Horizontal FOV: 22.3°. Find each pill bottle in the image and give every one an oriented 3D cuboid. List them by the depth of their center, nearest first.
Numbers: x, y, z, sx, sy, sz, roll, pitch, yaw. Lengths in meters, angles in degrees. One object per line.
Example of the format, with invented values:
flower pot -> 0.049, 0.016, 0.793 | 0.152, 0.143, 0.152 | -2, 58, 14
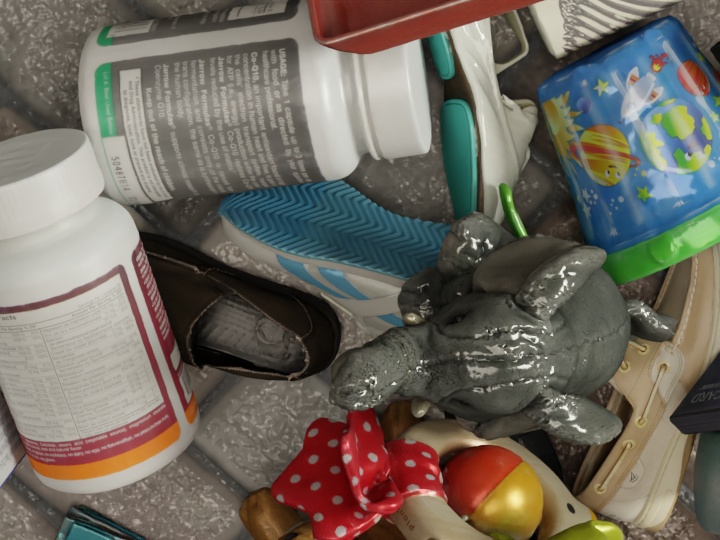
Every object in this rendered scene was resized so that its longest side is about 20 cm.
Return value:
pill bottle -> -0.175, 0.024, 1.090 | 0.109, 0.110, 0.200 | -14, 113, 6
pill bottle -> -0.062, -0.106, 1.118 | 0.200, 0.113, 0.113 | -6, 100, 9

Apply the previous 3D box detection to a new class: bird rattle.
bird rattle -> 0.057, 0.145, 1.072 | 0.200, 0.163, 0.113 | 31, 116, 19

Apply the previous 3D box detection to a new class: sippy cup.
sippy cup -> 0.177, -0.078, 1.109 | 0.178, 0.140, 0.130 | -32, 94, -35

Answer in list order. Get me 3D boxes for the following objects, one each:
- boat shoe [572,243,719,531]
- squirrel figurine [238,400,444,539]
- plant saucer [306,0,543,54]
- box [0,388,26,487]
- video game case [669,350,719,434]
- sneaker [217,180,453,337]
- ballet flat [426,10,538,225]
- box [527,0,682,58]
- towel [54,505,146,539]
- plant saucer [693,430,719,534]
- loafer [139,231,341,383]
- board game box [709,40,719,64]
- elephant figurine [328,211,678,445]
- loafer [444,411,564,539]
boat shoe -> 0.184, 0.069, 1.164 | 0.069, 0.074, 0.200 | 12, 102, -5
squirrel figurine -> 0.008, 0.209, 1.142 | 0.141, 0.187, 0.200 | -26, 98, 7
plant saucer -> 0.062, -0.209, 1.077 | 0.200, 0.200, 0.037 | -17, 134, 6
box -> -0.280, 0.034, 1.126 | 0.105, 0.184, 0.200 | -16, 99, 5
video game case -> 0.276, 0.014, 1.070 | 0.019, 0.143, 0.200 | 43, 70, -9
sneaker -> 0.000, 0.000, 1.158 | 0.200, 0.077, 0.081 | 22, 140, 14
ballet flat -> 0.079, -0.117, 1.144 | 0.069, 0.069, 0.200 | -11, 99, 5
box -> 0.192, -0.207, 1.113 | 0.200, 0.068, 0.082 | -26, 97, 8
towel -> -0.173, 0.278, 1.250 | 0.147, 0.022, 0.200 | 26, 101, -1
plant saucer -> 0.261, 0.069, 1.095 | 0.039, 0.201, 0.201 | 42, 100, -6
loafer -> -0.111, 0.024, 1.172 | 0.200, 0.071, 0.073 | 12, 101, 1
board game box -> 0.315, -0.134, 1.091 | 0.200, 0.028, 0.135 | -40, 98, -24
elephant figurine -> 0.084, 0.045, 0.999 | 0.155, 0.200, 0.142 | -44, 93, 5
loafer -> 0.095, 0.164, 1.188 | 0.073, 0.072, 0.200 | -24, 97, -33
